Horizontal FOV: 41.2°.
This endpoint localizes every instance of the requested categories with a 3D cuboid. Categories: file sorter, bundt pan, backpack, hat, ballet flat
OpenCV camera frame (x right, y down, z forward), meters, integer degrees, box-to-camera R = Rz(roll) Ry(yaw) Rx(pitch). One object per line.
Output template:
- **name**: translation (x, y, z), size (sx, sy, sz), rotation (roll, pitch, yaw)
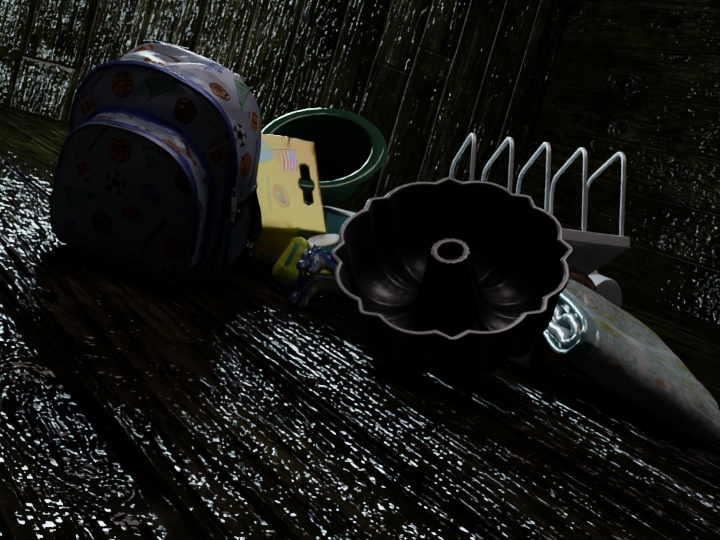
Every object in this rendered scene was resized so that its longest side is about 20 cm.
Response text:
- **file sorter**: translation (0.206, -0.080, 1.159), size (0.196, 0.127, 0.139), rotation (7, -15, -6)
- **bundt pan**: translation (0.075, 0.012, 0.808), size (0.198, 0.077, 0.204), rotation (-2, 41, 2)
- **backpack**: translation (-0.179, -0.096, 0.845), size (0.197, 0.193, 0.154), rotation (17, 22, 3)
- **hat**: translation (-0.047, -0.091, 1.218), size (0.163, 0.178, 0.200), rotation (21, 45, 19)
- **ballet flat**: translation (-0.026, -0.005, 1.041), size (0.066, 0.068, 0.199), rotation (22, 7, 26)

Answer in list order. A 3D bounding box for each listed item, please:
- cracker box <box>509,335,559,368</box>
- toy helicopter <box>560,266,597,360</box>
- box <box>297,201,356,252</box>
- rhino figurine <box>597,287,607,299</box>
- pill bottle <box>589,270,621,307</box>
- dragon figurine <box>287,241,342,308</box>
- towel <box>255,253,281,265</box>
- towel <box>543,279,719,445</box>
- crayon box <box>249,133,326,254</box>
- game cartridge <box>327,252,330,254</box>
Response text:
- **cracker box**: translation (0.123, 0.044, 1.065), size (0.197, 0.059, 0.133), rotation (22, 9, 25)
- **toy helicopter**: translation (0.182, 0.028, 1.141), size (0.196, 0.134, 0.079), rotation (1, 33, 22)
- **box**: translation (-0.018, -0.050, 1.252), size (0.081, 0.050, 0.199), rotation (21, 7, 35)
- **rhino figurine**: translation (0.230, 0.028, 1.266), size (0.199, 0.089, 0.059), rotation (34, 16, 35)
- **pill bottle**: translation (0.283, 0.027, 1.417), size (0.111, 0.114, 0.199), rotation (12, 8, -38)
- **dragon figurine**: translation (0.011, -0.010, 0.962), size (0.099, 0.059, 0.199), rotation (39, 45, 13)
- **towel**: translation (-0.181, -0.077, 1.162), size (0.163, 0.087, 0.199), rotation (14, 7, -31)
- **towel**: translation (0.247, 0.073, 0.922), size (0.169, 0.049, 0.200), rotation (29, 15, -11)
- **crayon box**: translation (-0.141, -0.086, 1.030), size (0.196, 0.129, 0.051), rotation (4, -31, -21)
- **game cartridge**: translation (0.000, 0.000, 1.241), size (0.197, 0.039, 0.129), rotation (14, 3, -27)
